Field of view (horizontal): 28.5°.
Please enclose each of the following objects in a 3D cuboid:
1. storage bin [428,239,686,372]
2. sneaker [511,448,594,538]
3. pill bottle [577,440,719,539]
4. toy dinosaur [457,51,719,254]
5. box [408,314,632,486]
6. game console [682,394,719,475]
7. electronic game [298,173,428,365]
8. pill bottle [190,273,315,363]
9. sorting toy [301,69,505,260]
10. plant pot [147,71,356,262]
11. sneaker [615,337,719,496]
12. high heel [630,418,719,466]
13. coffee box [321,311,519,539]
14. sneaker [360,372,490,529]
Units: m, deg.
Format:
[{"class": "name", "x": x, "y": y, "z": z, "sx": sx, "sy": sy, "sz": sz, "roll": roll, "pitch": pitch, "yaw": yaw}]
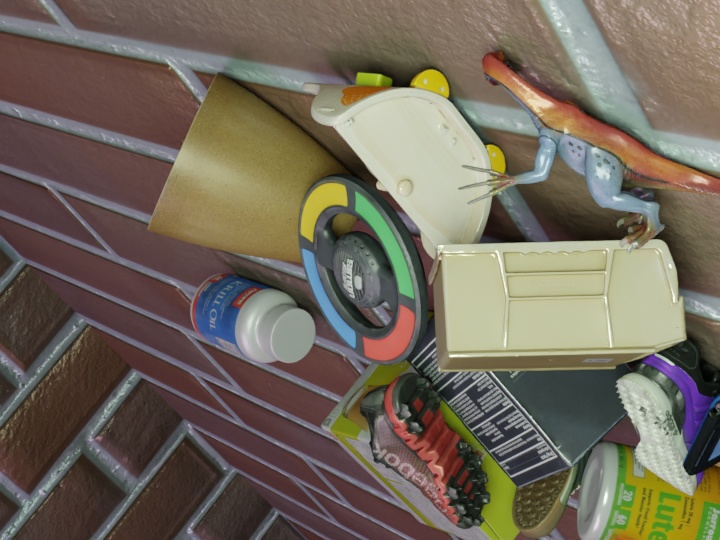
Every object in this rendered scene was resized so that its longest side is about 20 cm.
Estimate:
[{"class": "storage bin", "x": 0.163, "y": 0.034, "z": 1.232, "sx": 0.198, "sy": 0.094, "sz": 0.200, "roll": -2, "pitch": 172, "yaw": 0}, {"class": "sneaker", "x": 0.237, "y": 0.225, "z": 1.607, "sx": 0.067, "sy": 0.200, "sz": 0.090, "roll": -10, "pitch": 137, "yaw": 40}, {"class": "pill bottle", "x": 0.342, "y": 0.256, "z": 1.521, "sx": 0.200, "sy": 0.111, "sz": 0.111, "roll": 12, "pitch": 162, "yaw": -2}, {"class": "toy dinosaur", "x": 0.178, "y": -0.111, "z": 1.120, "sx": 0.200, "sy": 0.105, "sz": 0.182, "roll": -25, "pitch": 109, "yaw": 30}, {"class": "box", "x": 0.165, "y": 0.104, "z": 1.473, "sx": 0.198, "sy": 0.123, "sz": 0.200, "roll": 50, "pitch": 164, "yaw": 5}, {"class": "game console", "x": 0.393, "y": 0.151, "z": 1.238, "sx": 0.118, "sy": 0.170, "sz": 0.200, "roll": 60, "pitch": 172, "yaw": 24}, {"class": "electronic game", "x": 0.000, "y": 0.000, "z": 1.418, "sx": 0.200, "sy": 0.042, "sz": 0.200, "roll": 34, "pitch": 135, "yaw": 42}, {"class": "pill bottle", "x": -0.159, "y": 0.075, "z": 2.131, "sx": 0.200, "sy": 0.112, "sz": 0.112, "roll": 16, "pitch": 152, "yaw": 49}, {"class": "sorting toy", "x": 0.022, "y": -0.121, "z": 1.317, "sx": 0.200, "sy": 0.107, "sz": 0.180, "roll": 48, "pitch": 168, "yaw": -33}, {"class": "plant pot", "x": -0.102, "y": -0.090, "z": 1.538, "sx": 0.200, "sy": 0.187, "sz": 0.186, "roll": 23, "pitch": 164, "yaw": -6}, {"class": "sneaker", "x": 0.314, "y": 0.136, "z": 1.366, "sx": 0.070, "sy": 0.100, "sz": 0.200, "roll": 32, "pitch": 159, "yaw": 37}, {"class": "high heel", "x": 0.358, "y": 0.152, "z": 1.430, "sx": 0.200, "sy": 0.071, "sz": 0.143, "roll": 47, "pitch": 142, "yaw": 12}, {"class": "coffee box", "x": 0.118, "y": 0.188, "z": 1.721, "sx": 0.200, "sy": 0.200, "sz": 0.198, "roll": 47, "pitch": 161, "yaw": -22}, {"class": "sneaker", "x": 0.066, "y": 0.198, "z": 1.540, "sx": 0.098, "sy": 0.071, "sz": 0.201, "roll": -11, "pitch": 119, "yaw": 44}]
